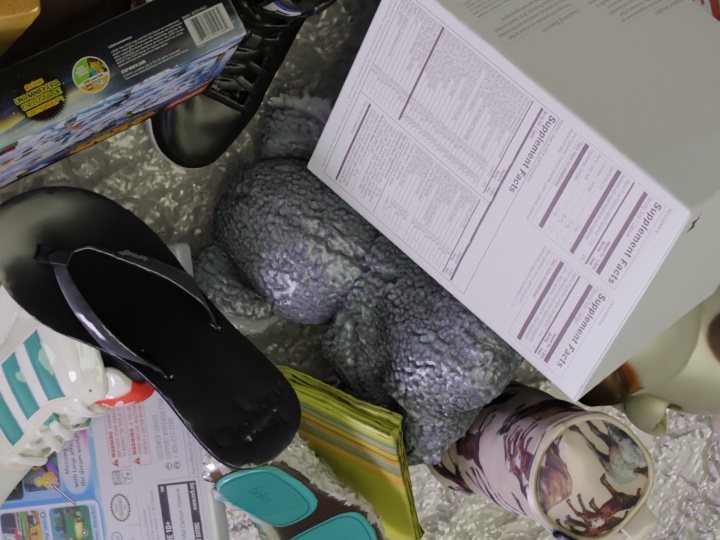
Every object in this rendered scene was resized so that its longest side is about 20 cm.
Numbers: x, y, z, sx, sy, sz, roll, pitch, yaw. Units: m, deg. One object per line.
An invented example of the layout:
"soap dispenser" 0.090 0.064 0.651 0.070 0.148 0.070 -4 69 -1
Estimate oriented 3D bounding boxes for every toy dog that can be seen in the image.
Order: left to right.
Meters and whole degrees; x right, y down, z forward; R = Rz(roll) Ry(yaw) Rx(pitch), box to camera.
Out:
"toy dog" 0.200 0.045 1.320 0.200 0.194 0.140 13 92 -24

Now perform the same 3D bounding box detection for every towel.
"towel" -0.006 0.113 1.295 0.086 0.200 0.018 26 70 17

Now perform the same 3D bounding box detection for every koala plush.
"koala plush" 0.000 0.000 1.273 0.200 0.184 0.178 34 87 -4

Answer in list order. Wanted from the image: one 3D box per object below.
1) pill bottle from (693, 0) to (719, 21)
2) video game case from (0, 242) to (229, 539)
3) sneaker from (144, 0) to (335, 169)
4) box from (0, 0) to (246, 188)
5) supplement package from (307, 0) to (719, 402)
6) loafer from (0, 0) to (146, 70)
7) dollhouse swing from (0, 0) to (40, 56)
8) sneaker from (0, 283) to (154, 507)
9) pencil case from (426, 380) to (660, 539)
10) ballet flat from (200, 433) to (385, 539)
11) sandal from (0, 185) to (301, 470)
"pill bottle" 0.160 -0.136 1.289 0.112 0.112 0.200 -21 114 -8
"video game case" -0.172 0.094 1.249 0.182 0.024 0.200 -7 91 15
"sneaker" -0.063 -0.140 1.223 0.073 0.112 0.200 19 103 -21
"box" -0.164 -0.083 1.132 0.200 0.137 0.040 -27 88 -15
"supplement package" 0.109 -0.070 1.169 0.152 0.200 0.151 -32 157 -44
"loafer" -0.213 -0.132 1.204 0.200 0.071 0.073 -16 113 -10
"dollhouse swing" -0.273 -0.202 1.085 0.176 0.182 0.200 -9 88 -19
"sneaker" -0.169 0.068 1.197 0.093 0.070 0.200 27 97 18
"pencil case" 0.104 0.115 1.324 0.078 0.200 0.090 -34 104 -13
"ballet flat" -0.036 0.124 1.255 0.072 0.072 0.200 -35 145 -2
"sandal" -0.111 0.023 1.144 0.200 0.043 0.076 38 80 0
